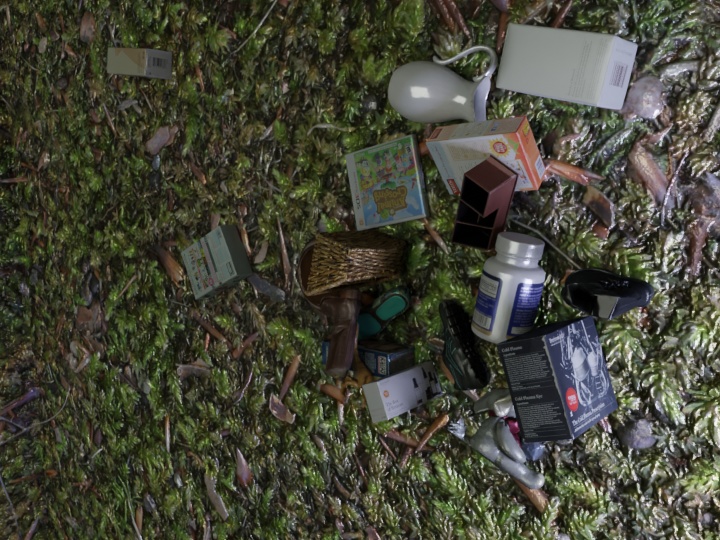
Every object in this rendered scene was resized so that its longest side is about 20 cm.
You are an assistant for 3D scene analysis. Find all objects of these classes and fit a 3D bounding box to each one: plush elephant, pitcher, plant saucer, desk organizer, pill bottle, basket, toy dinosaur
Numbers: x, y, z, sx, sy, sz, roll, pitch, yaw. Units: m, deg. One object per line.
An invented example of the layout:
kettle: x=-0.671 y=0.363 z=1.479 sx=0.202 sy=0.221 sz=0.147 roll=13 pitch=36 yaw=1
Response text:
plush elephant: x=0.289 y=0.306 z=1.416 sx=0.200 sy=0.165 sz=0.155 roll=37 pitch=82 yaw=-6
pitcher: x=0.168 y=-0.377 z=1.431 sx=0.199 sy=0.121 sz=0.172 roll=18 pitch=93 yaw=26
plant saucer: x=-0.090 y=0.012 z=1.751 sx=0.200 sy=0.032 sz=0.201 roll=8 pitch=103 yaw=39
desk organizer: x=0.235 y=-0.116 z=1.370 sx=0.072 sy=0.077 sz=0.200 roll=43 pitch=152 yaw=27
pill bottle: x=0.291 y=0.034 z=1.378 sx=0.119 sy=0.120 sz=0.201 roll=22 pitch=110 yaw=36
basket: x=0.000 y=0.000 z=1.561 sx=0.143 sy=0.200 sz=0.150 roll=25 pitch=110 yaw=39
toy dinosaur: x=0.000 y=0.233 z=1.574 sx=0.106 sy=0.060 sz=0.200 roll=-31 pitch=70 yaw=6

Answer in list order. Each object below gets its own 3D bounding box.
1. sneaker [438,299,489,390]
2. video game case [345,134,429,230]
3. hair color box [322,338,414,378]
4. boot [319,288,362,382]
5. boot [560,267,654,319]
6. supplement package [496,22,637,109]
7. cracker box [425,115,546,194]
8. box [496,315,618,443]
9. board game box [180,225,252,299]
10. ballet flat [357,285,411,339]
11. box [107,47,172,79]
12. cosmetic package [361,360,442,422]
sneaker: x=0.199 y=0.161 z=1.504 sx=0.079 sy=0.075 sz=0.201 roll=-26 pitch=79 yaw=41
video game case: x=0.057 y=-0.194 z=1.602 sx=0.200 sy=0.022 sz=0.183 roll=-9 pitch=91 yaw=40
hair color box: x=0.016 y=0.196 z=1.644 sx=0.199 sy=0.100 sz=0.061 roll=7 pitch=100 yaw=38
boot: x=-0.058 y=0.155 z=1.606 sx=0.186 sy=0.064 sz=0.201 roll=146 pitch=134 yaw=-63
boot: x=0.398 y=0.040 z=1.235 sx=0.164 sy=0.200 sz=0.066 roll=6 pitch=100 yaw=39
supplement package: x=0.362 y=-0.362 z=1.259 sx=0.200 sy=0.117 sz=0.118 roll=21 pitch=110 yaw=35
cracker box: x=0.242 y=-0.219 z=1.378 sx=0.199 sy=0.058 sz=0.134 roll=2 pitch=136 yaw=39
box: x=0.360 y=0.193 z=1.291 sx=0.104 sy=0.200 sz=0.183 roll=-19 pitch=85 yaw=41
board game box: x=-0.404 y=-0.021 z=1.987 sx=0.200 sy=0.064 sz=0.148 roll=-26 pitch=79 yaw=38
ballet flat: x=0.044 y=0.096 z=1.631 sx=0.200 sy=0.074 sz=0.074 roll=-32 pitch=76 yaw=34
box: x=-0.648 y=-0.607 z=2.082 sx=0.200 sy=0.095 sz=0.078 roll=15 pitch=106 yaw=36
cosmetic package: x=0.094 y=0.256 z=1.523 sx=0.051 sy=0.200 sz=0.083 roll=-24 pitch=82 yaw=40
